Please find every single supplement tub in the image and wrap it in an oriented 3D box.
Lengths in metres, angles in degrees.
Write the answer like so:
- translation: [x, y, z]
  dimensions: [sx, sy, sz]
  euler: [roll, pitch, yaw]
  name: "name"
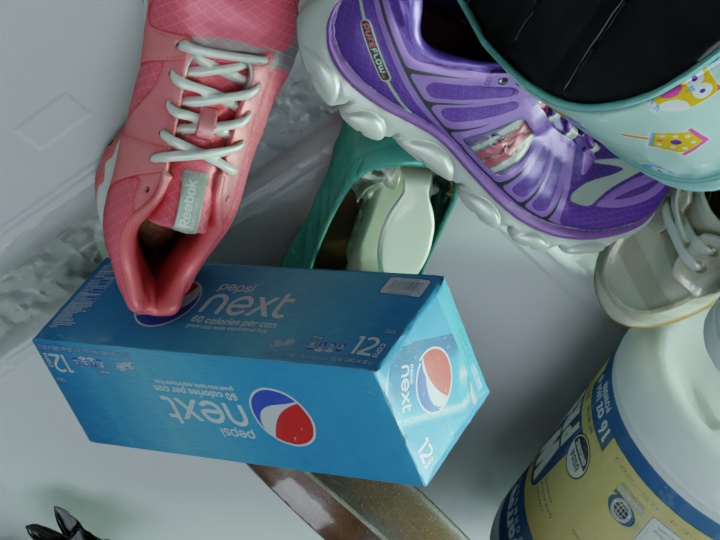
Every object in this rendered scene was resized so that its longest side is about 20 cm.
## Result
- translation: [0.153, 0.128, 1.032]
  dimensions: [0.144, 0.145, 0.200]
  euler: [16, 131, -19]
  name: "supplement tub"

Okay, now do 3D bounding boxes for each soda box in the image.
- translation: [-0.047, 0.042, 0.918]
  dimensions: [0.200, 0.064, 0.068]
  euler: [4, 131, 37]
  name: "soda box"

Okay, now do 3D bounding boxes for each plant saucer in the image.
- translation: [0.005, 0.121, 1.011]
  dimensions: [0.035, 0.200, 0.200]
  euler: [-48, 130, -10]
  name: "plant saucer"

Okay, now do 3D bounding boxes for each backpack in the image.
- translation: [0.136, -0.131, 0.743]
  dimensions: [0.200, 0.176, 0.153]
  euler: [-39, 146, 11]
  name: "backpack"

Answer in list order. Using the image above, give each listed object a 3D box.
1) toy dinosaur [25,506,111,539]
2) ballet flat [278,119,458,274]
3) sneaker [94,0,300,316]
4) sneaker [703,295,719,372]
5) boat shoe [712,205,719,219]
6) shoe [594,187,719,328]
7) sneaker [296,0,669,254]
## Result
- translation: [-0.162, 0.196, 1.127]
  dimensions: [0.199, 0.102, 0.136]
  euler: [-8, 161, -16]
  name: "toy dinosaur"
- translation: [0.000, 0.000, 0.946]
  dimensions: [0.067, 0.071, 0.200]
  euler: [6, 134, -13]
  name: "ballet flat"
- translation: [-0.065, -0.060, 0.870]
  dimensions: [0.074, 0.087, 0.200]
  euler: [9, 132, -14]
  name: "sneaker"
- translation: [0.245, -0.017, 0.896]
  dimensions: [0.200, 0.075, 0.089]
  euler: [-31, 157, -17]
  name: "sneaker"
- translation: [0.252, 0.000, 0.975]
  dimensions: [0.201, 0.061, 0.072]
  euler: [11, 132, -16]
  name: "boat shoe"
- translation: [0.173, -0.048, 0.910]
  dimensions: [0.200, 0.070, 0.053]
  euler: [-44, 157, 23]
  name: "shoe"
- translation: [0.066, -0.071, 0.856]
  dimensions: [0.200, 0.081, 0.083]
  euler: [26, 145, -35]
  name: "sneaker"
